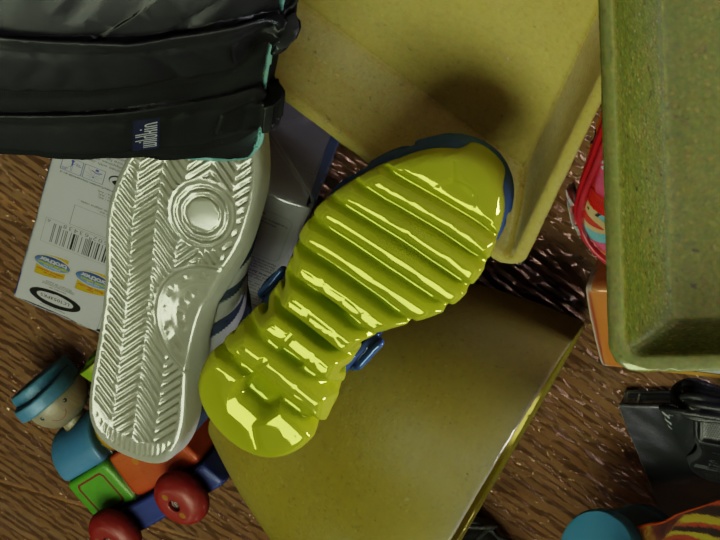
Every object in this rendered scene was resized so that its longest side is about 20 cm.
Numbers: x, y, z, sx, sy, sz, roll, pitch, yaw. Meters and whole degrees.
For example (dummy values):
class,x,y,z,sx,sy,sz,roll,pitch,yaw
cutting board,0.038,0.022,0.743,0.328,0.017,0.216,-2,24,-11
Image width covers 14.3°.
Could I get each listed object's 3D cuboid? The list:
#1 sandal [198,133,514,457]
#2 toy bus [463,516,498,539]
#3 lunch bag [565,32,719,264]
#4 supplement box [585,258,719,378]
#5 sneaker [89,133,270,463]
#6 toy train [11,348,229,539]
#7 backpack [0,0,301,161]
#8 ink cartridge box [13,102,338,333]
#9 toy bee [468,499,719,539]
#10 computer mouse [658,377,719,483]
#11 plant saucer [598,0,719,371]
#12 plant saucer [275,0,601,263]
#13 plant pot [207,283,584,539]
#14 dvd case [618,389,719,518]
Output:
class,x,y,z,sx,sy,sz,roll,pitch,yaw
sandal,0.000,0.000,1.355,0.079,0.087,0.200,44,123,-6
toy bus,0.033,0.257,1.672,0.135,0.193,0.200,-23,125,40
lunch bag,0.198,-0.032,1.272,0.199,0.082,0.177,25,137,6
supplement box,0.216,0.016,1.402,0.199,0.067,0.069,5,139,21
sneaker,-0.081,-0.007,1.406,0.075,0.085,0.201,25,118,12
toy train,-0.110,0.078,1.630,0.116,0.085,0.200,48,136,-10
backpack,-0.139,-0.130,1.258,0.199,0.154,0.176,-9,158,-11
ink cartridge box,-0.100,-0.024,1.500,0.136,0.077,0.200,23,140,-1
toy bee,0.145,0.182,1.574,0.130,0.109,0.199,-3,175,-39
computer mouse,0.229,0.080,1.427,0.140,0.046,0.200,10,168,14
plant saucer,0.196,-0.053,1.159,0.198,0.201,0.048,-1,165,1
plant saucer,0.033,-0.126,1.308,0.200,0.048,0.200,37,142,11
plant pot,0.006,0.078,1.488,0.142,0.200,0.200,31,142,6
dvd case,0.237,0.137,1.573,0.148,0.016,0.201,-1,136,26
